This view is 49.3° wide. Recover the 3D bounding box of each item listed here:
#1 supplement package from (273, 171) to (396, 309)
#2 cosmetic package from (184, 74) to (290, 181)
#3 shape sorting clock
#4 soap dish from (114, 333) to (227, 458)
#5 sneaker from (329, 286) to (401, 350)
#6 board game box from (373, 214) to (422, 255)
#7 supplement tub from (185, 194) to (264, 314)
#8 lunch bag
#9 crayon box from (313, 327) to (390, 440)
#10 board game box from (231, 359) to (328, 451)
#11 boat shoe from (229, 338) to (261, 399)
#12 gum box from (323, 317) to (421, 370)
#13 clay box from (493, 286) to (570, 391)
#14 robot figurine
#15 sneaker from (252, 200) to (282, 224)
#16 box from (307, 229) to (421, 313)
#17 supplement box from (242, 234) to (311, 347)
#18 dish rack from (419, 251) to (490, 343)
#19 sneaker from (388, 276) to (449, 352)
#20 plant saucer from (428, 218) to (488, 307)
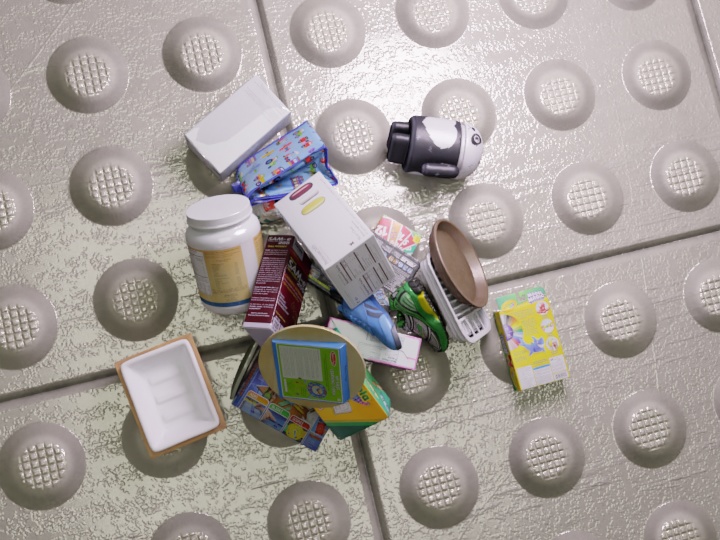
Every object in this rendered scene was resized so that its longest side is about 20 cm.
[{"bbox_3d":[-0.048,-0.057,1.482,0.111,0.156,0.200,-37,55,-4],"label":"supplement package"},{"bbox_3d":[-0.252,-0.293,1.620,0.200,0.081,0.113,-41,89,-9],"label":"cosmetic package"},{"bbox_3d":[-0.088,0.177,1.439,0.200,0.200,0.039,24,37,-4],"label":"shape sorting clock"},{"bbox_3d":[-0.370,0.244,1.538,0.157,0.081,0.200,-22,86,-9],"label":"soap dish"},{"bbox_3d":[0.008,0.090,1.508,0.078,0.066,0.200,-27,53,-13],"label":"sneaker"},{"bbox_3d":[0.042,-0.009,1.650,0.095,0.030,0.200,29,83,-2],"label":"board game box"},{"bbox_3d":[-0.256,-0.032,1.518,0.144,0.145,0.201,-12,117,-8],"label":"supplement tub"},{"bbox_3d":[-0.166,-0.203,1.578,0.200,0.151,0.094,-23,124,-5],"label":"lunch bag"},{"bbox_3d":[-0.043,0.221,1.513,0.119,0.058,0.200,-29,111,18],"label":"crayon box"},{"bbox_3d":[-0.136,0.254,1.554,0.200,0.034,0.136,36,79,-24],"label":"board game box"},{"bbox_3d":[-0.201,0.174,1.572,0.060,0.072,0.202,24,87,-14],"label":"boat shoe"},{"bbox_3d":[0.022,0.151,1.582,0.199,0.114,0.066,14,82,-5],"label":"gum box"},{"bbox_3d":[0.358,0.143,1.659,0.115,0.048,0.201,-13,84,-8],"label":"clay box"},{"bbox_3d":[0.157,-0.260,1.644,0.199,0.125,0.151,7,85,-6],"label":"robot figurine"},{"bbox_3d":[-0.205,-0.129,1.598,0.199,0.093,0.071,-14,85,-9],"label":"sneaker"},{"bbox_3d":[0.000,0.000,1.609,0.200,0.044,0.160,33,81,4],"label":"box"},{"bbox_3d":[-0.156,0.043,1.504,0.061,0.109,0.200,1,62,19],"label":"supplement box"},{"bbox_3d":[0.189,0.053,1.606,0.043,0.172,0.200,-27,86,27],"label":"dish rack"},{"bbox_3d":[0.119,0.098,1.593,0.085,0.078,0.200,-27,126,10],"label":"sneaker"},{"bbox_3d":[0.199,-0.011,1.604,0.029,0.200,0.200,-29,87,27],"label":"plant saucer"}]
